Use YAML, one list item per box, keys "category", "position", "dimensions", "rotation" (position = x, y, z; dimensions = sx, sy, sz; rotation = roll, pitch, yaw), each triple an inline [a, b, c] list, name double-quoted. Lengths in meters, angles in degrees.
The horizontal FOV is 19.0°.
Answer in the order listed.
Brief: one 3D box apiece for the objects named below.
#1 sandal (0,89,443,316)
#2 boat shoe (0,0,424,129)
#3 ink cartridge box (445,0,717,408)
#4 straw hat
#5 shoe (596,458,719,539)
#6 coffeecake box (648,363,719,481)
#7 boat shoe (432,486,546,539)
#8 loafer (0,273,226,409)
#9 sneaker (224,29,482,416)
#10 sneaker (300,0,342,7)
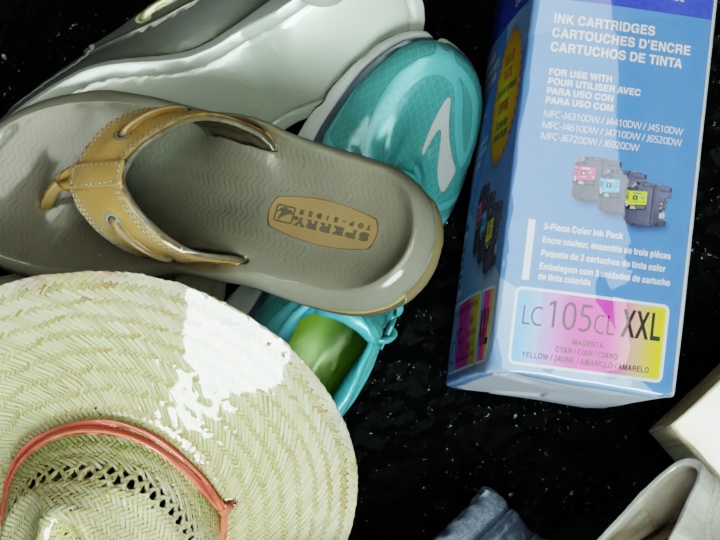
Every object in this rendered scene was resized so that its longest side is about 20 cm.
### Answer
- category: "sandal"
  position: [-0.067, -0.029, 0.828]
  dimensions: [0.198, 0.054, 0.081]
  rotation: [10, 81, 16]
- category: "boat shoe"
  position: [-0.071, -0.081, 0.905]
  dimensions: [0.200, 0.060, 0.072]
  rotation: [-26, 123, 1]
- category: "ink cartridge box"
  position: [0.088, -0.050, 0.862]
  dimensions: [0.076, 0.136, 0.202]
  rotation: [9, 84, -4]
- category: "straw hat"
  position: [-0.096, 0.107, 0.817]
  dimensions: [0.199, 0.085, 0.202]
  rotation: [4, 125, 6]
- category: "shoe"
  position: [0.073, 0.147, 0.813]
  dimensions: [0.200, 0.070, 0.054]
  rotation: [-38, 121, -21]
- category: "coffeecake box"
  position: [0.243, 0.087, 0.877]
  dimensions: [0.153, 0.073, 0.200]
  rotation: [-42, 85, -4]
- category: "boat shoe"
  position: [0.014, 0.184, 0.875]
  dimensions: [0.091, 0.071, 0.200]
  rotation: [45, 79, 5]
- category: "loafer"
  position: [-0.148, 0.035, 0.876]
  dimensions: [0.199, 0.068, 0.076]
  rotation: [-30, 46, -1]
- category: "sneaker"
  position: [0.000, 0.000, 0.877]
  dimensions: [0.077, 0.080, 0.201]
  rotation: [25, 90, -24]
- category: "sneaker"
  position: [-0.044, -0.165, 0.872]
  dimensions: [0.093, 0.071, 0.201]
  rotation: [-11, 41, 7]
